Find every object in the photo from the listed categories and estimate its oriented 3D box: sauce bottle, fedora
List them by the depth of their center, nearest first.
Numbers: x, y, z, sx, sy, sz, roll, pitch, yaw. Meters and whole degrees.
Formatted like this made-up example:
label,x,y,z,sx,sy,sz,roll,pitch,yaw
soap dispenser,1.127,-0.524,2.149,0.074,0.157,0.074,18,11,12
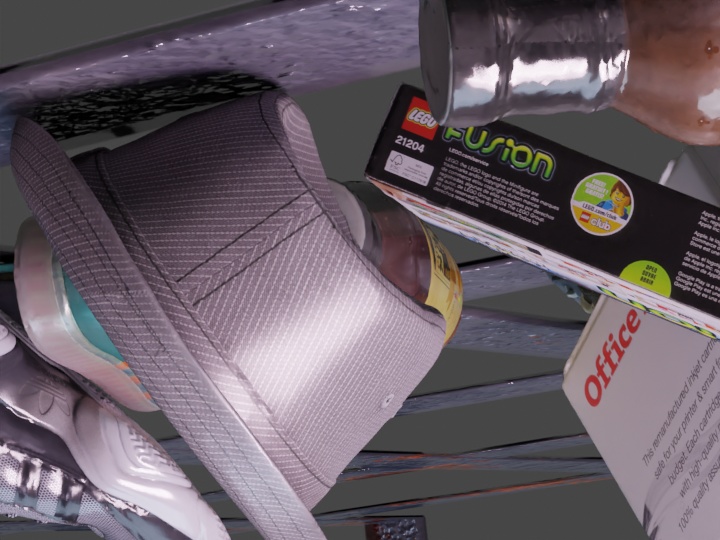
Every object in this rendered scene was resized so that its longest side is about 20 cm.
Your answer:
label,x,y,z,sx,sy,sz,roll,pitch,yaw
sauce bottle,0.115,-0.064,0.700,0.199,0.065,0.065,-6,171,-8
fedora,-0.033,0.007,0.862,0.090,0.177,0.200,-35,165,-2
sauce bottle,0.000,0.000,1.035,0.066,0.066,0.200,-7,172,7

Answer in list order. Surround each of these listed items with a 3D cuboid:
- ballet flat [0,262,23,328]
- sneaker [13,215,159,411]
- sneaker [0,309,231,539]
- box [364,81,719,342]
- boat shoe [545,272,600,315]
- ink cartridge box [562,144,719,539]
label,x,y,z,sx,sy,sz,roll,pitch,yaw
ballet flat,-0.218,0.033,1.081,0.199,0.074,0.073,-1,170,-28
sneaker,-0.067,0.015,1.067,0.079,0.072,0.200,-6,171,14
sneaker,-0.150,0.084,1.055,0.200,0.114,0.075,41,178,-23
box,0.106,-0.003,0.886,0.199,0.035,0.110,22,178,13
boat shoe,0.117,0.008,1.179,0.072,0.062,0.200,-6,171,3
ink cartridge box,0.173,0.067,1.005,0.084,0.201,0.146,-7,141,-29
